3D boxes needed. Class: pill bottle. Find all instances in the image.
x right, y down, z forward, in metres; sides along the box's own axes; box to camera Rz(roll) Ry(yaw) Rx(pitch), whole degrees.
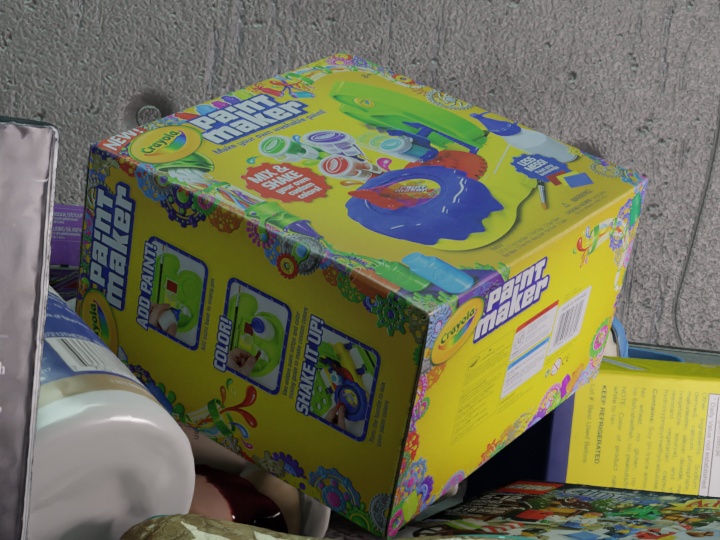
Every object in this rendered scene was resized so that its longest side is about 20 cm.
[{"bbox_3d":[-0.164,0.049,0.672,0.111,0.111,0.200,4,27,-45],"label":"pill bottle"}]

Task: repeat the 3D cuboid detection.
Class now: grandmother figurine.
[{"bbox_3d":[-0.083,0.117,0.789,0.121,0.061,0.200,40,17,30],"label":"grandmother figurine"}]

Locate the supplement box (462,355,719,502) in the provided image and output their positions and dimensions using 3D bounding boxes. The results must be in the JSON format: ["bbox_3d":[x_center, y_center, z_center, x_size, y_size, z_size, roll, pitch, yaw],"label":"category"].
[{"bbox_3d":[0.175,0.110,0.962,0.200,0.109,0.110,6,2,-18],"label":"supplement box"}]

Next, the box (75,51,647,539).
[{"bbox_3d":[0.000,0.000,0.799,0.193,0.122,0.200,25,32,26],"label":"box"}]

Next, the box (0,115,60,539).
[{"bbox_3d":[-0.211,0.038,0.557,0.124,0.197,0.200,4,2,-45],"label":"box"}]

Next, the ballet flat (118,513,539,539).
[{"bbox_3d":[0.004,0.135,0.614,0.200,0.071,0.065,3,30,-5],"label":"ballet flat"}]

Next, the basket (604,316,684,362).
[{"bbox_3d":[0.131,0.080,1.219,0.176,0.139,0.200,8,11,27],"label":"basket"}]

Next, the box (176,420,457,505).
[{"bbox_3d":[-0.050,0.074,0.941,0.200,0.109,0.128,6,-14,-8],"label":"box"}]

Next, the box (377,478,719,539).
[{"bbox_3d":[0.124,0.130,0.715,0.200,0.038,0.137,1,7,33],"label":"box"}]

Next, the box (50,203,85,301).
[{"bbox_3d":[-0.240,0.011,0.899,0.200,0.039,0.137,-21,-12,29],"label":"box"}]
